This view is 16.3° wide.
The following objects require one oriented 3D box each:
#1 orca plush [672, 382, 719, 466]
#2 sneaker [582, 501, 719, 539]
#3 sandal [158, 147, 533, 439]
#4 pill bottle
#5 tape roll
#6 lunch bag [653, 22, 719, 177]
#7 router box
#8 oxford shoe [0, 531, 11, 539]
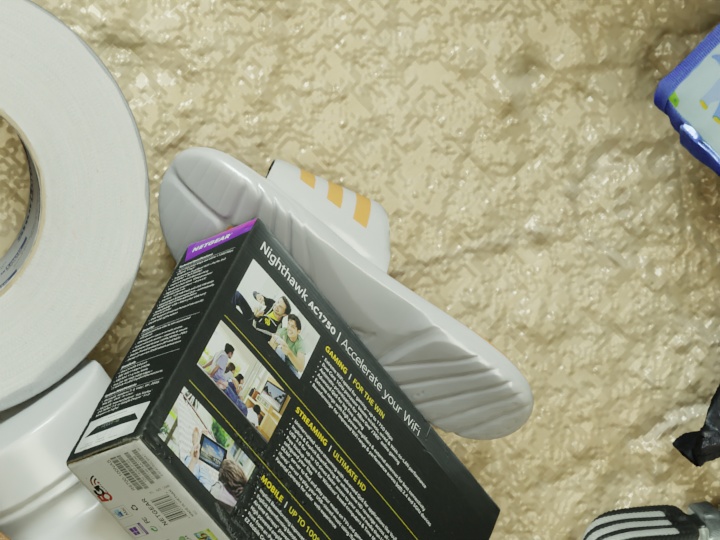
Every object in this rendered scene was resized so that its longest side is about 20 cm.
[{"bbox_3d":[0.227,0.017,1.260,0.200,0.071,0.105,-43,150,5],"label":"orca plush"},{"bbox_3d":[0.210,0.175,1.270,0.198,0.075,0.117,-3,105,-1],"label":"sneaker"},{"bbox_3d":[-0.003,0.005,1.192,0.206,0.059,0.079,35,135,-7],"label":"sandal"},{"bbox_3d":[-0.106,0.148,1.166,0.119,0.120,0.201,-33,104,-5],"label":"pill bottle"},{"bbox_3d":[-0.198,-0.035,1.144,0.198,0.066,0.202,-2,99,-12],"label":"tape roll"},{"bbox_3d":[0.263,-0.081,1.177,0.200,0.128,0.170,-38,72,-12],"label":"lunch bag"},{"bbox_3d":[-0.028,0.099,1.139,0.051,0.150,0.200,-21,118,37],"label":"router box"},{"bbox_3d":[-0.158,0.204,1.099,0.071,0.071,0.202,-28,112,-44],"label":"oxford shoe"}]
